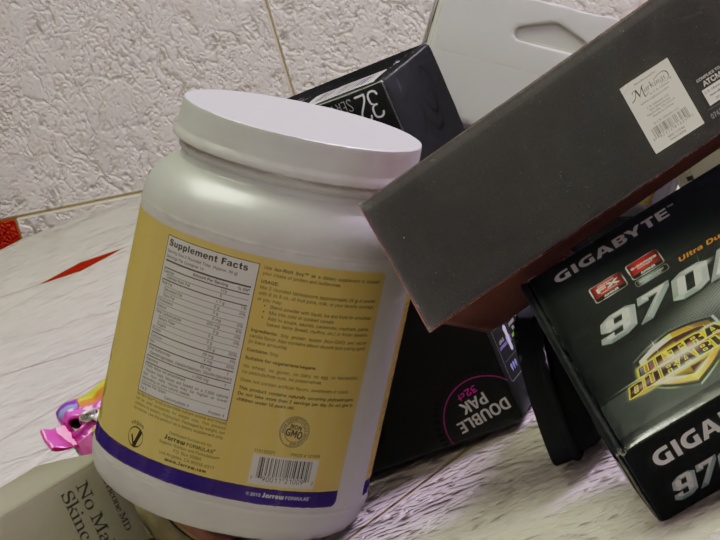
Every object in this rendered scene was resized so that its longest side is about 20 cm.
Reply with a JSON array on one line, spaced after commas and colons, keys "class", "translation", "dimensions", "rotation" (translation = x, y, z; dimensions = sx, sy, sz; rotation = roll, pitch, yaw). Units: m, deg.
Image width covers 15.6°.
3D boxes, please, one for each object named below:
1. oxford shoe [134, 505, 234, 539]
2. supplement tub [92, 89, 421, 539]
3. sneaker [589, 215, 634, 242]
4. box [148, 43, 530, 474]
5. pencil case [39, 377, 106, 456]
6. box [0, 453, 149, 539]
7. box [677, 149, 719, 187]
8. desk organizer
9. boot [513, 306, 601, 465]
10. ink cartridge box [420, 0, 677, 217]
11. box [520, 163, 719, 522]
[{"class": "oxford shoe", "translation": [-0.115, 0.134, 1.459], "dimensions": [0.074, 0.071, 0.200], "rotation": [-53, 14, -1]}, {"class": "supplement tub", "translation": [-0.049, 0.020, 1.328], "dimensions": [0.145, 0.201, 0.145], "rotation": [12, 11, -2]}, {"class": "sneaker", "translation": [0.080, -0.022, 1.573], "dimensions": [0.199, 0.075, 0.081], "rotation": [3, 22, 20]}, {"class": "box", "translation": [0.000, 0.000, 1.456], "dimensions": [0.148, 0.201, 0.124], "rotation": [-20, 9, 18]}, {"class": "pencil case", "translation": [-0.092, 0.062, 1.592], "dimensions": [0.200, 0.088, 0.088], "rotation": [-39, 7, 1]}, {"class": "box", "translation": [-0.198, 0.169, 1.328], "dimensions": [0.068, 0.082, 0.200], "rotation": [-16, 11, 46]}, {"class": "box", "translation": [0.245, -0.063, 1.581], "dimensions": [0.068, 0.082, 0.200], "rotation": [-20, 9, 20]}, {"class": "desk organizer", "translation": [0.108, -0.052, 1.230], "dimensions": [0.200, 0.072, 0.077], "rotation": [-35, -17, 17]}, {"class": "boot", "translation": [0.166, 0.026, 1.309], "dimensions": [0.162, 0.074, 0.198], "rotation": [-15, 11, 12]}, {"class": "ink cartridge box", "translation": [0.115, -0.090, 1.578], "dimensions": [0.145, 0.083, 0.200], "rotation": [15, -10, 12]}, {"class": "box", "translation": [0.183, 0.006, 1.155], "dimensions": [0.200, 0.046, 0.159], "rotation": [-31, 30, 4]}]
